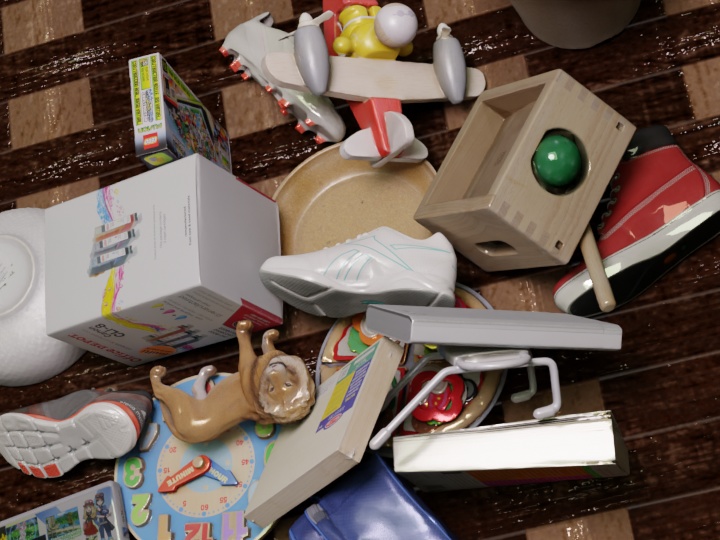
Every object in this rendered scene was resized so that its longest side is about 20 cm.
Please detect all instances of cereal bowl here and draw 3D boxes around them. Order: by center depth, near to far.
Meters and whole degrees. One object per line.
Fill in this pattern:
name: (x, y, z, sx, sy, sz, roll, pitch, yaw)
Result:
cereal bowl: (-0.375, 0.020, 1.707, 0.200, 0.083, 0.201, -5, 70, 15)

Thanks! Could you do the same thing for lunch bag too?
lunch bag: (0.024, 0.274, 1.462, 0.132, 0.136, 0.200, -43, 63, -3)

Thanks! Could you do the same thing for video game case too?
video game case: (-0.315, 0.329, 1.594, 0.200, 0.022, 0.183, -22, 65, 17)

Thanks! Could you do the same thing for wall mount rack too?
wall mount rack: (0.086, 0.108, 1.441, 0.173, 0.200, 0.075, -6, 93, -5)

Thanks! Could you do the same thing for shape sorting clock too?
shape sorting clock: (-0.157, 0.198, 1.599, 0.200, 0.039, 0.200, -5, 69, 14)

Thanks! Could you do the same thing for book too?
book: (0.143, 0.177, 1.465, 0.200, 0.134, 0.048, -7, 71, 13)

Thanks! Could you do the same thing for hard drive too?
hard drive: (0.119, 0.052, 1.441, 0.200, 0.132, 0.026, 3, 93, -17)

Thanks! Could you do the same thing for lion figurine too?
lion figurine: (-0.129, 0.126, 1.561, 0.200, 0.072, 0.123, -33, 51, 27)

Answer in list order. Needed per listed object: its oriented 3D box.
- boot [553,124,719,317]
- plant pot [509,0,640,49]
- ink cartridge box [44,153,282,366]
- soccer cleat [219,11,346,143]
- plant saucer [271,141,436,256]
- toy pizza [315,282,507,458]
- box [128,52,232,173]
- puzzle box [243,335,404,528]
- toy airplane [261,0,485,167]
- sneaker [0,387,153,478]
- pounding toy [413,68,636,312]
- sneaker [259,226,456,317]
boot: (0.248, -0.054, 1.557, 0.200, 0.072, 0.144, -35, 62, -4)
plant pot: (0.211, -0.322, 1.602, 0.200, 0.184, 0.201, -6, 68, 15)
ink cartridge box: (-0.202, -0.005, 1.606, 0.200, 0.145, 0.145, -17, 65, 28)
soccer cleat: (-0.073, -0.213, 1.709, 0.078, 0.069, 0.200, -42, 58, -7)
plant saucer: (-0.004, -0.043, 1.634, 0.200, 0.035, 0.201, -9, 60, 15)
toy pizza: (0.048, 0.090, 1.564, 0.200, 0.032, 0.201, -9, 59, 15)
box: (-0.182, -0.131, 1.640, 0.035, 0.200, 0.110, -13, 68, 12)
puzzle box: (-0.036, 0.154, 1.478, 0.025, 0.200, 0.133, 33, 53, -12)
toy airplane: (0.018, -0.205, 1.609, 0.199, 0.141, 0.200, 34, 41, 2)
sneaker: (-0.296, 0.162, 1.647, 0.200, 0.082, 0.077, -7, 113, 30)
pounding toy: (0.175, -0.072, 1.513, 0.142, 0.200, 0.184, 34, 75, -20)
sneaker: (0.000, 0.000, 1.554, 0.200, 0.070, 0.080, 3, 59, 13)
